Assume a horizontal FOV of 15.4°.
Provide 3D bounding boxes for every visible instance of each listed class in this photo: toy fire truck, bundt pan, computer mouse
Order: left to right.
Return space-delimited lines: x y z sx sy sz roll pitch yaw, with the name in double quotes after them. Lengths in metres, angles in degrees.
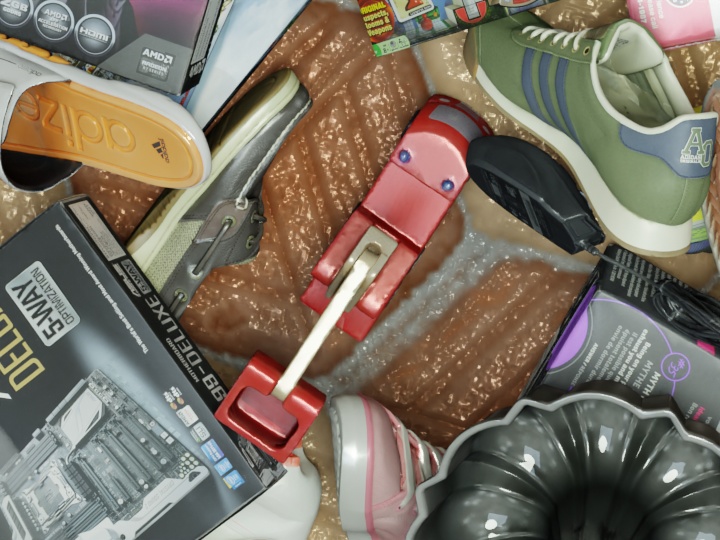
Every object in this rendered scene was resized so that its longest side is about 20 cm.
0.000 0.000 1.490 0.049 0.141 0.200 34 106 0 "toy fire truck"
0.126 0.147 1.427 0.201 0.076 0.203 3 108 10 "bundt pan"
0.137 -0.018 1.426 0.200 0.059 0.034 37 78 23 "computer mouse"

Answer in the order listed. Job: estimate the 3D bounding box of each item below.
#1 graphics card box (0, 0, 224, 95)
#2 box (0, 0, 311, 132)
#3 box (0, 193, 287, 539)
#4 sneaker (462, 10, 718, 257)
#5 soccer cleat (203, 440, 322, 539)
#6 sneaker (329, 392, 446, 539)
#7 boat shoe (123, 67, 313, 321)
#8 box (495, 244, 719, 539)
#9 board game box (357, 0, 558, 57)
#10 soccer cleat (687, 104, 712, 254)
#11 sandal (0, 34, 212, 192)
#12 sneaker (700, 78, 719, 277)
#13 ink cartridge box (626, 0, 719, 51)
-0.123 -0.211 1.470 0.125 0.051 0.201 20 106 5 "graphics card box"
-0.100 -0.174 1.520 0.136 0.038 0.200 41 106 -1 "box"
-0.163 0.082 1.514 0.157 0.050 0.200 -36 88 16 "box"
0.129 -0.102 1.422 0.067 0.200 0.090 -8 133 -30 "sneaker"
-0.123 0.126 1.581 0.199 0.069 0.078 10 108 5 "soccer cleat"
0.038 0.120 1.502 0.104 0.200 0.076 -6 63 3 "sneaker"
-0.085 -0.029 1.540 0.065 0.073 0.200 37 113 -9 "boat shoe"
0.193 0.093 1.496 0.199 0.106 0.123 31 108 1 "box"
0.079 -0.190 1.428 0.199 0.023 0.105 -16 96 29 "board game box"
0.208 -0.073 1.435 0.083 0.065 0.200 17 140 -28 "soccer cleat"
-0.178 -0.080 1.502 0.206 0.059 0.080 14 131 34 "sandal"
0.234 -0.011 1.401 0.079 0.071 0.201 -17 102 -15 "sneaker"
0.235 -0.208 1.431 0.199 0.083 0.147 -9 101 12 "ink cartridge box"
